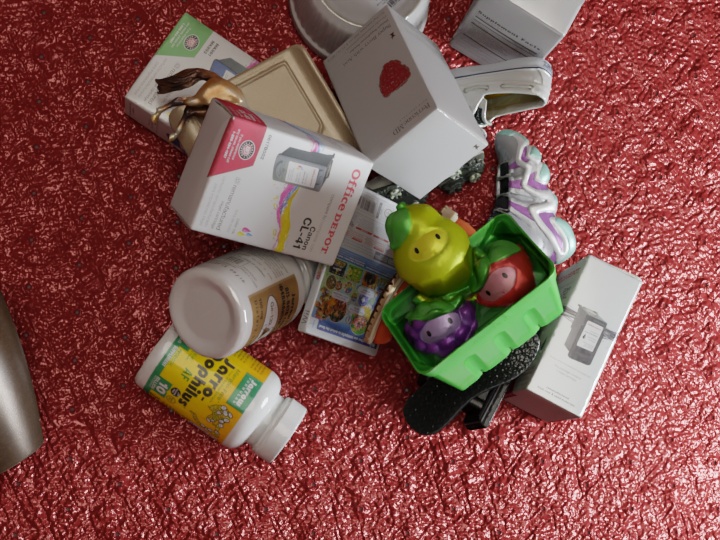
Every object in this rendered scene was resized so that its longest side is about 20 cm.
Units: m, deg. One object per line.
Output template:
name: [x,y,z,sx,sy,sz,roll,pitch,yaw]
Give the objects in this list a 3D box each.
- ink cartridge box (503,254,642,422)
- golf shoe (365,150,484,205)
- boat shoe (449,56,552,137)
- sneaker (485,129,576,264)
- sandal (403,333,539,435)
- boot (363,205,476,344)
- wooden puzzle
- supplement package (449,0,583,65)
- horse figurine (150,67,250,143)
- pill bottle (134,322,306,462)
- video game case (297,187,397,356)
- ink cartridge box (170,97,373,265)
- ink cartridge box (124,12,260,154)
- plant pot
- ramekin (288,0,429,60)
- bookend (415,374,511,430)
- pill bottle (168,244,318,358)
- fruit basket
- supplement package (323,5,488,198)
ink cartridge box: [0.276,0.092,1.510,0.083,0.145,0.200,27,77,-1]
golf shoe: [0.070,-0.134,1.564,0.200,0.077,0.088,-22,64,-14]
boat shoe: [0.160,-0.221,1.540,0.202,0.075,0.086,-6,61,25]
sneaker: [0.196,-0.085,1.557,0.140,0.078,0.200,-24,84,-19]
sandal: [0.138,0.129,1.443,0.200,0.048,0.075,-38,82,15]
boot: [0.088,0.028,1.444,0.107,0.075,0.200,37,94,-2]
wooden puzzle: [-0.117,-0.166,1.465,0.200,0.037,0.185,-31,90,-10]
supplement package: [0.219,-0.357,1.544,0.120,0.200,0.121,31,76,-3]
horse figurine: [-0.170,-0.176,1.415,0.132,0.050,0.200,-37,94,-4]
pill bottle: [-0.172,0.152,1.442,0.200,0.113,0.113,36,76,-2]
video game case: [0.000,0.000,1.490,0.143,0.018,0.200,23,82,-47]
ink cartridge box: [-0.105,-0.104,1.375,0.200,0.086,0.148,15,105,-30]
ink cartridge box: [-0.190,-0.219,1.517,0.200,0.088,0.145,35,77,-6]
plant pot: [-0.471,0.145,1.375,0.187,0.187,0.200,-30,101,-13]
ramekin: [0.005,-0.387,1.571,0.200,0.105,0.201,2,79,-10]
bookend: [0.119,0.074,1.515,0.200,0.092,0.199,31,77,-2]
pill bottle: [-0.134,0.026,1.426,0.114,0.114,0.200,57,34,3]
fruit basket: [0.113,0.013,1.345,0.215,0.216,0.156,-20,40,-12]
supplement package: [0.056,-0.218,1.481,0.121,0.120,0.200,-38,52,22]
